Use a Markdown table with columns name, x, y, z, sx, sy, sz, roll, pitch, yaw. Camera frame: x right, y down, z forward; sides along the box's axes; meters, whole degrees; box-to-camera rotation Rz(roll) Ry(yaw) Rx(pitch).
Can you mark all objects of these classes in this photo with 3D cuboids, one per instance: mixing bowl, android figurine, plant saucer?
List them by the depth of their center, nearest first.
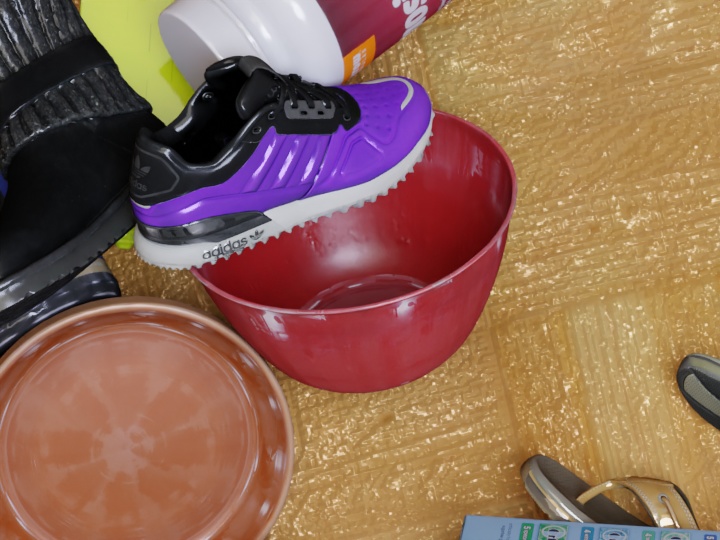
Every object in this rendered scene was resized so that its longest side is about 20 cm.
| name | x | y | z | sx | sy | sz | roll | pitch | yaw |
| --- | --- | --- | --- | --- | --- | --- | --- | --- | --- |
| mixing bowl | 0.000 | 0.000 | 1.134 | 0.199 | 0.109 | 0.201 | -7 | 39 | 6 |
| plant saucer | -0.140 | 0.110 | 1.155 | 0.199 | 0.032 | 0.201 | -4 | 108 | -12 |
| android figurine | -0.121 | -0.110 | 1.205 | 0.181 | 0.041 | 0.201 | 6 | 81 | -6 |

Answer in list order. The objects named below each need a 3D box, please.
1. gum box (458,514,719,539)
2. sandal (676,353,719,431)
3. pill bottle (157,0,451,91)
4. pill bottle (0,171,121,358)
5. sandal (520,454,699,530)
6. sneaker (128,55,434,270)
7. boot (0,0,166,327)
| name | x | y | z | sx | sy | sz | roll | pitch | yaw |
| --- | --- | --- | --- | --- | --- | --- | --- | --- | --- |
| gum box | 0.157 | 0.229 | 1.092 | 0.199 | 0.045 | 0.171 | 2 | 114 | 10 |
| sandal | 0.287 | 0.076 | 1.135 | 0.200 | 0.080 | 0.058 | 9 | 67 | 1 |
| pill bottle | -0.019 | -0.177 | 1.153 | 0.200 | 0.113 | 0.113 | -39 | 80 | -16 |
| pill bottle | -0.242 | -0.040 | 1.186 | 0.112 | 0.112 | 0.201 | -31 | 80 | 2 |
| sandal | 0.186 | 0.157 | 1.125 | 0.199 | 0.080 | 0.054 | 30 | 100 | 3 |
| sneaker | -0.043 | -0.081 | 1.075 | 0.200 | 0.100 | 0.070 | -28 | 40 | -24 |
| boot | -0.203 | -0.068 | 1.100 | 0.158 | 0.211 | 0.079 | 49 | 134 | -5 |
